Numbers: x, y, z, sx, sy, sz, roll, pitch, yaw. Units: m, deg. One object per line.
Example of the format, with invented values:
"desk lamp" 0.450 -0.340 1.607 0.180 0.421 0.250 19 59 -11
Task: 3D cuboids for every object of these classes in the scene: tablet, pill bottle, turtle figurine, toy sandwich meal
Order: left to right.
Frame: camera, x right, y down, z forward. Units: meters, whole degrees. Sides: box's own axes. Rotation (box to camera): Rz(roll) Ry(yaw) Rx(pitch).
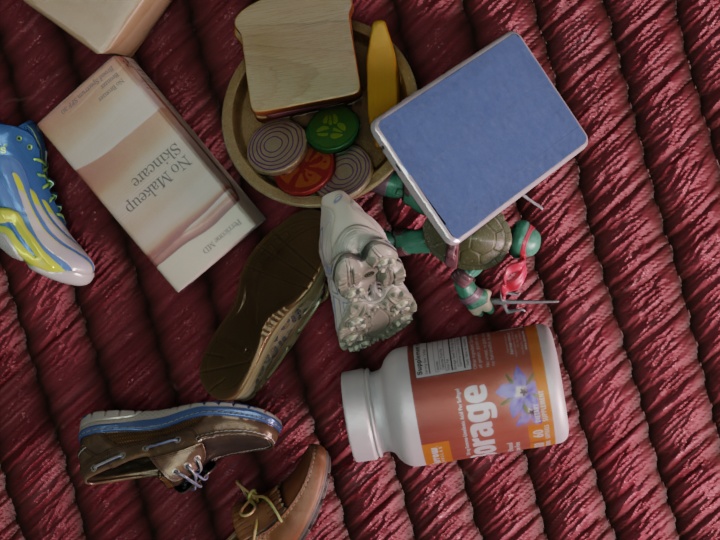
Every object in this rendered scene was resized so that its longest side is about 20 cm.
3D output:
"toy sandwich meal" -0.041 -0.158 1.289 0.203 0.070 0.207 -3 74 10
"pill bottle" 0.086 0.120 1.320 0.198 0.112 0.113 -10 96 4
"turtle figurine" 0.095 -0.040 1.311 0.198 0.101 0.151 13 88 11
"tablet" 0.110 -0.122 1.282 0.200 0.014 0.131 -36 93 -32

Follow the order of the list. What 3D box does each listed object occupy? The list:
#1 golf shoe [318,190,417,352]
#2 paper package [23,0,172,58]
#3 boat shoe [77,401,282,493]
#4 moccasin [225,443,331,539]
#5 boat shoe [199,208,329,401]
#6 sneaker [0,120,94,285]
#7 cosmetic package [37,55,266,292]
"golf shoe" 0.000 0.000 1.295 0.078 0.200 0.098 -20 62 -10
"paper package" -0.236 -0.322 1.290 0.190 0.103 0.201 36 98 0
"boat shoe" -0.170 0.172 1.351 0.198 0.072 0.073 -6 61 13
"moccasin" -0.099 0.246 1.369 0.078 0.074 0.202 35 107 -11
"boat shoe" -0.081 0.033 1.351 0.073 0.063 0.201 36 95 25
"sneaker" -0.313 -0.076 1.336 0.200 0.076 0.105 37 97 -1
"cosmetic package" -0.191 -0.090 1.322 0.103 0.087 0.200 -41 93 6
